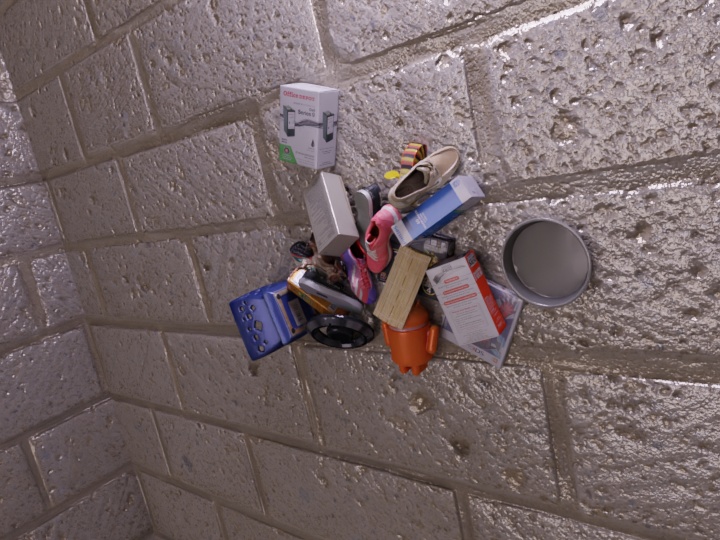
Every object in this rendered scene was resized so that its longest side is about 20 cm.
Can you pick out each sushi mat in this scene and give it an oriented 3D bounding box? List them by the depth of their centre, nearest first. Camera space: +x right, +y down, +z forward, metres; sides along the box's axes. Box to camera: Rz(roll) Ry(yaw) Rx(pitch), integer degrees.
[{"bbox_3d":[0.103,0.041,1.389,0.095,0.012,0.202,28,103,30],"label":"sushi mat"}]

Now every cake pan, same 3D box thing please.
[{"bbox_3d":[0.403,-0.019,1.205,0.199,0.037,0.202,16,116,35],"label":"cake pan"}]

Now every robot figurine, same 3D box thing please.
[{"bbox_3d":[0.131,0.170,1.455,0.144,0.115,0.202,-146,46,-69],"label":"robot figurine"}]

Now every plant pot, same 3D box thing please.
[{"bbox_3d":[-0.251,0.137,1.712,0.179,0.199,0.202,-21,93,36],"label":"plant pot"}]

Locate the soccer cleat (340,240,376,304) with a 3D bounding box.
[{"bbox_3d":[0.000,0.000,1.518,0.076,0.066,0.202,-11,104,56],"label":"soccer cleat"}]

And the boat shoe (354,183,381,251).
[{"bbox_3d":[0.026,-0.136,1.456,0.075,0.060,0.201,40,148,26],"label":"boat shoe"}]

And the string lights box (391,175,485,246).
[{"bbox_3d":[0.178,-0.133,1.274,0.199,0.102,0.059,-36,79,28],"label":"string lights box"}]

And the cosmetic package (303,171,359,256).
[{"bbox_3d":[-0.081,-0.151,1.487,0.103,0.073,0.202,-40,57,42],"label":"cosmetic package"}]

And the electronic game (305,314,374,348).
[{"bbox_3d":[-0.058,0.174,1.588,0.199,0.199,0.042,-23,49,42],"label":"electronic game"}]

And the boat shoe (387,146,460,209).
[{"bbox_3d":[0.148,-0.214,1.250,0.072,0.199,0.065,53,173,4],"label":"boat shoe"}]

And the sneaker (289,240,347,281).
[{"bbox_3d":[-0.119,-0.011,1.638,0.198,0.070,0.094,26,147,22],"label":"sneaker"}]

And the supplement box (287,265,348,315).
[{"bbox_3d":[-0.120,0.074,1.620,0.199,0.069,0.067,37,156,10],"label":"supplement box"}]

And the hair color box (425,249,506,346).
[{"bbox_3d":[0.248,0.065,1.306,0.110,0.064,0.202,-21,98,36],"label":"hair color box"}]

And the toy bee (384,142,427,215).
[{"bbox_3d":[0.120,-0.198,1.326,0.130,0.108,0.202,-9,101,39],"label":"toy bee"}]

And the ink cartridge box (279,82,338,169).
[{"bbox_3d":[-0.141,-0.388,1.485,0.145,0.084,0.202,20,118,32],"label":"ink cartridge box"}]

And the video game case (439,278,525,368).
[{"bbox_3d":[0.292,0.115,1.361,0.181,0.023,0.202,27,122,29],"label":"video game case"}]

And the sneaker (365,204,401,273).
[{"bbox_3d":[0.036,-0.071,1.386,0.074,0.086,0.201,35,134,27],"label":"sneaker"}]

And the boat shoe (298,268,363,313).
[{"bbox_3d":[-0.078,0.055,1.561,0.198,0.057,0.069,25,156,6],"label":"boat shoe"}]

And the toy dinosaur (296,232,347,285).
[{"bbox_3d":[-0.092,-0.032,1.543,0.134,0.201,0.086,22,123,-5],"label":"toy dinosaur"}]

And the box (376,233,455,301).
[{"bbox_3d":[0.139,-0.026,1.416,0.199,0.049,0.163,20,115,32],"label":"box"}]
